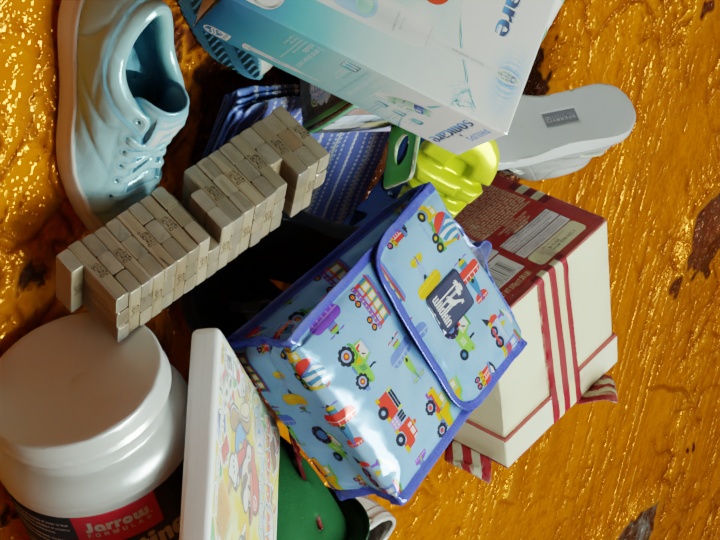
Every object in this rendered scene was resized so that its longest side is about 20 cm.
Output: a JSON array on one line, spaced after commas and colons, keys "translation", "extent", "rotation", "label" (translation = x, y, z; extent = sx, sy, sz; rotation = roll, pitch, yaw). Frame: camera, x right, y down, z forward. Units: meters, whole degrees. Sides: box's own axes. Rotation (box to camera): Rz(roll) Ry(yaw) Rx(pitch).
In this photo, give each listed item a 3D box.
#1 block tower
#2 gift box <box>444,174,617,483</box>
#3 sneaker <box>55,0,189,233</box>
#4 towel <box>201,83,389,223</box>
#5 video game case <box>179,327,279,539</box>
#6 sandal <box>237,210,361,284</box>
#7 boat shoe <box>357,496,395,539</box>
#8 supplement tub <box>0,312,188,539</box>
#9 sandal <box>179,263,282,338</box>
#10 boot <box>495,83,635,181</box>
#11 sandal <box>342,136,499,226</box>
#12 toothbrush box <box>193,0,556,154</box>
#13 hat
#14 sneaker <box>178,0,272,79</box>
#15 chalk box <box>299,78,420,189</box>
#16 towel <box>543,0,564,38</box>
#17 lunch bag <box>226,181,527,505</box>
[{"translation": [-0.111, -0.031, 1.190], "extent": [0.200, 0.058, 0.054], "rotation": [-35, 159, -27], "label": "block tower"}, {"translation": [0.112, 0.052, 1.489], "extent": [0.184, 0.199, 0.188], "rotation": [-35, 137, -29], "label": "gift box"}, {"translation": [-0.150, -0.095, 1.153], "extent": [0.074, 0.082, 0.201], "rotation": [-33, 135, -36], "label": "sneaker"}, {"translation": [-0.049, -0.075, 1.318], "extent": [0.199, 0.024, 0.145], "rotation": [-10, 133, -48], "label": "towel"}, {"translation": [-0.087, 0.168, 1.208], "extent": [0.182, 0.023, 0.201], "rotation": [68, 20, -61], "label": "video game case"}, {"translation": [-0.001, 0.000, 1.327], "extent": [0.199, 0.043, 0.076], "rotation": [7, 128, -24], "label": "sandal"}, {"translation": [-0.043, 0.279, 1.526], "extent": [0.200, 0.065, 0.072], "rotation": [-48, 141, -24], "label": "boat shoe"}, {"translation": [-0.170, 0.142, 1.215], "extent": [0.140, 0.140, 0.201], "rotation": [-43, 139, -28], "label": "supplement tub"}, {"translation": [-0.047, 0.062, 1.317], "extent": [0.200, 0.043, 0.076], "rotation": [40, 53, -14], "label": "sandal"}, {"translation": [0.131, -0.104, 1.483], "extent": [0.199, 0.074, 0.096], "rotation": [-6, 158, -26], "label": "boot"}, {"translation": [0.037, -0.052, 1.384], "extent": [0.079, 0.087, 0.200], "rotation": [29, 118, -24], "label": "sandal"}, {"translation": [0.017, -0.183, 1.109], "extent": [0.199, 0.085, 0.147], "rotation": [26, 77, -16], "label": "toothbrush box"}, {"translation": [-0.088, 0.130, 1.342], "extent": [0.164, 0.200, 0.177], "rotation": [-13, 111, -5], "label": "hat"}, {"translation": [-0.081, -0.219, 1.179], "extent": [0.081, 0.076, 0.201], "rotation": [-42, 140, -32], "label": "sneaker"}, {"translation": [0.029, -0.160, 1.220], "extent": [0.123, 0.124, 0.202], "rotation": [-4, 87, -19], "label": "chalk box"}, {"translation": [0.152, -0.240, 1.479], "extent": [0.201, 0.023, 0.153], "rotation": [-63, 161, -14], "label": "towel"}, {"translation": [0.028, 0.046, 1.278], "extent": [0.200, 0.094, 0.151], "rotation": [-44, 110, -27], "label": "lunch bag"}]
